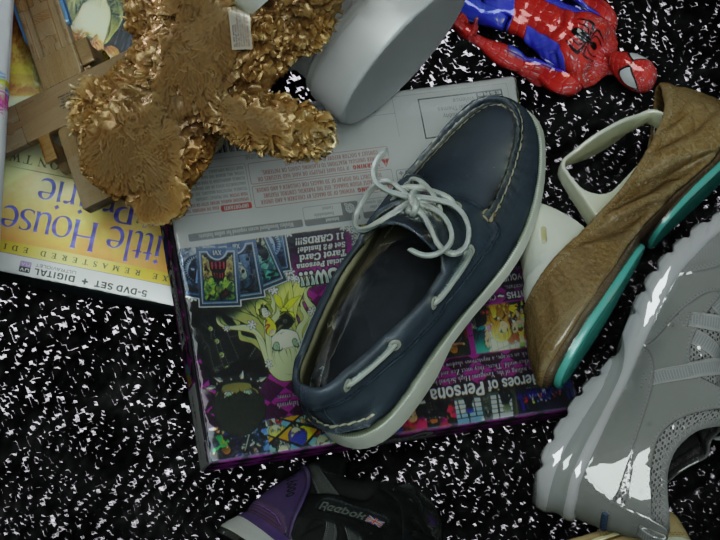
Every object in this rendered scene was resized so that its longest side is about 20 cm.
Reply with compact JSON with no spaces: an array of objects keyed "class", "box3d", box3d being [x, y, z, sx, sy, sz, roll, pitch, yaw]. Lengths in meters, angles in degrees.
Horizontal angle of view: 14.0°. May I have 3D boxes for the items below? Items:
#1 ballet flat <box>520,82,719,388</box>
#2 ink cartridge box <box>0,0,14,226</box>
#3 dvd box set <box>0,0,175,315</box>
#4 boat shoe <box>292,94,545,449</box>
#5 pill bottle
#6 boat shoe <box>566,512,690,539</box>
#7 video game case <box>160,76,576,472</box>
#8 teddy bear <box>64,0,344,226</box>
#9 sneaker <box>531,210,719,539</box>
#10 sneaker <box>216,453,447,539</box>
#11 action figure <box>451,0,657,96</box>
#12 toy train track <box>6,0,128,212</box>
[{"class":"ballet flat","box3d":[0.125,-0.026,1.507,0.072,0.068,0.200,35,64,9]},{"class":"ink cartridge box","box3d":[-0.233,-0.088,1.478,0.084,0.144,0.202,7,82,-22]},{"class":"dvd box set","box3d":[-0.126,-0.084,1.552,0.145,0.029,0.201,12,79,2]},{"class":"boat shoe","box3d":[0.027,-0.009,1.464,0.075,0.062,0.201,25,75,34]},{"class":"pill bottle","box3d":[-0.049,-0.175,1.496,0.200,0.116,0.116,43,82,11]},{"class":"boat shoe","box3d":[0.078,0.172,1.489,0.199,0.074,0.067,-12,58,3]},{"class":"video game case","box3d":[0.000,0.000,1.516,0.199,0.036,0.183,-8,79,-14]},{"class":"teddy bear","box3d":[-0.062,-0.117,1.424,0.144,0.067,0.201,23,106,15]},{"class":"sneaker","box3d":[0.166,0.057,1.491,0.082,0.075,0.201,28,68,14]},{"class":"sneaker","box3d":[0.013,0.144,1.441,0.087,0.076,0.200,-41,39,-15]},{"class":"action figure","box3d":[0.069,-0.147,1.559,0.199,0.052,0.066,29,75,3]},{"class":"toy train track","box3d":[-0.158,-0.122,1.528,0.114,0.033,0.201,-24,72,12]}]
